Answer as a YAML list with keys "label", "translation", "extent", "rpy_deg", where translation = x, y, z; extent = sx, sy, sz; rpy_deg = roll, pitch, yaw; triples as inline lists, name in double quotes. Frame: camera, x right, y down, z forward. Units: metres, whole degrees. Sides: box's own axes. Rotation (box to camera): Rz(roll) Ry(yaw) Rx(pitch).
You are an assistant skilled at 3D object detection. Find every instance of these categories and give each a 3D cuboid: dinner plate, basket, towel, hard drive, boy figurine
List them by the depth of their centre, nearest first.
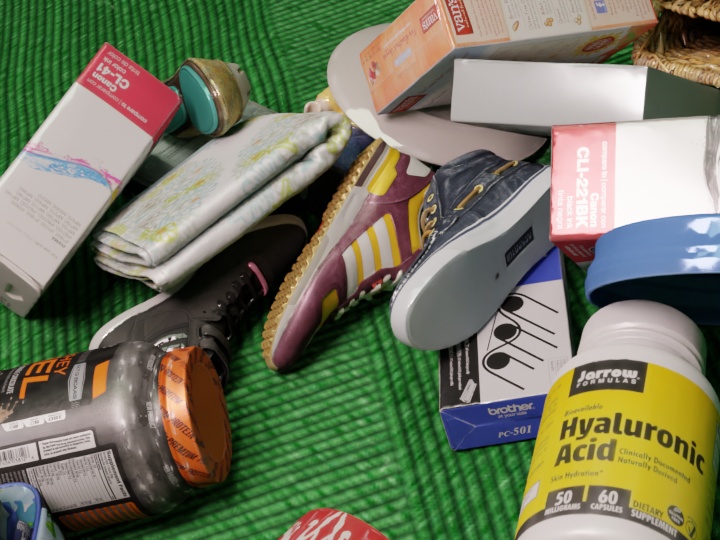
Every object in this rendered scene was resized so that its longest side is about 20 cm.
- label: "basket"
  translation: [0.334, -0.223, 1.150]
  extent: [0.199, 0.144, 0.148]
  rpy_deg: [22, 32, 40]
- label: "towel"
  translation: [-0.113, -0.059, 1.163]
  extent: [0.200, 0.048, 0.171]
  rpy_deg: [-39, 21, -16]
- label: "dinner plate"
  translation: [0.070, -0.158, 1.244]
  extent: [0.199, 0.024, 0.201]
  rpy_deg: [9, 44, -9]
- label: "boy figurine"
  translation: [0.012, -0.121, 1.254]
  extent: [0.124, 0.065, 0.201]
  rpy_deg: [24, 45, -2]
- label: "hard drive"
  translation: [-0.123, -0.095, 1.319]
  extent: [0.139, 0.038, 0.200]
  rpy_deg: [-39, 41, -22]

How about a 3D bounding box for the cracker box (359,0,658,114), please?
- label: "cracker box"
  translation: [0.116, -0.185, 1.164]
  extent: [0.199, 0.058, 0.134]
  rpy_deg: [-12, -10, -29]

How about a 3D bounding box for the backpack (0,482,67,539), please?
- label: "backpack"
  translation: [-0.274, 0.236, 0.904]
  extent: [0.182, 0.147, 0.201]
  rpy_deg: [-17, 41, 8]

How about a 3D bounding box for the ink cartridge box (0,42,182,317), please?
- label: "ink cartridge box"
  translation: [-0.247, -0.073, 1.222]
  extent: [0.201, 0.085, 0.148]
  rpy_deg: [-55, 9, -20]

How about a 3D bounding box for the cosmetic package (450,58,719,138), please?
- label: "cosmetic package"
  translation: [0.179, -0.125, 1.116]
  extent: [0.150, 0.052, 0.200]
  rpy_deg: [4, 3, 30]

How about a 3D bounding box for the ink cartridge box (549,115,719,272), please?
- label: "ink cartridge box"
  translation: [0.242, -0.048, 1.000]
  extent: [0.199, 0.144, 0.084]
  rpy_deg: [-2, 78, 22]

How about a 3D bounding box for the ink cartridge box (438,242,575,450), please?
- label: "ink cartridge box"
  translation: [0.104, 0.035, 1.054]
  extent: [0.093, 0.044, 0.201]
  rpy_deg: [-10, 39, 10]

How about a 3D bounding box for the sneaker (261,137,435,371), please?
- label: "sneaker"
  translation: [0.000, 0.000, 1.122]
  extent: [0.201, 0.090, 0.075]
  rpy_deg: [-61, 9, -11]

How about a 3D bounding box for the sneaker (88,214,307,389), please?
- label: "sneaker"
  translation: [-0.106, 0.039, 1.129]
  extent: [0.199, 0.071, 0.099]
  rpy_deg: [-36, 43, -11]

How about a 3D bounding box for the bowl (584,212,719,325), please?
- label: "bowl"
  translation: [0.242, 0.001, 0.922]
  extent: [0.199, 0.200, 0.040]
  rpy_deg: [-1, 79, 23]

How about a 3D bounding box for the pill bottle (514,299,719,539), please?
- label: "pill bottle"
  translation: [0.159, 0.115, 0.882]
  extent: [0.110, 0.112, 0.201]
  rpy_deg: [-2, 41, 21]

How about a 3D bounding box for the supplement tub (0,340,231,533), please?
- label: "supplement tub"
  translation: [-0.199, 0.120, 1.026]
  extent: [0.199, 0.123, 0.123]
  rpy_deg: [-13, 39, 9]

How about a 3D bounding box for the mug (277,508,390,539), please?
- label: "mug"
  translation: [-0.040, 0.256, 0.822]
  extent: [0.200, 0.178, 0.133]
  rpy_deg: [-45, 8, -34]

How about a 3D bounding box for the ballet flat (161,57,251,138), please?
- label: "ballet flat"
  translation: [-0.130, -0.152, 1.265]
  extent: [0.071, 0.071, 0.200]
  rpy_deg: [-35, 13, -18]

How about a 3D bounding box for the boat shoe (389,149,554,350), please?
- label: "boat shoe"
  translation: [0.067, -0.017, 1.045]
  extent: [0.091, 0.071, 0.200]
  rpy_deg: [20, 44, 37]
